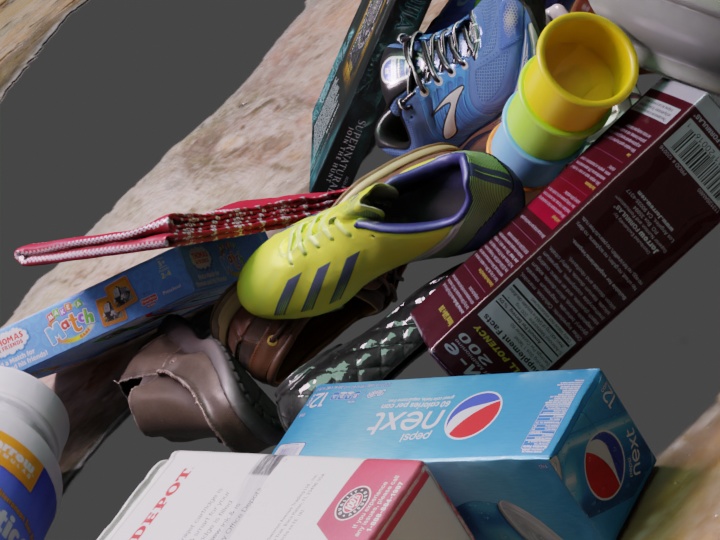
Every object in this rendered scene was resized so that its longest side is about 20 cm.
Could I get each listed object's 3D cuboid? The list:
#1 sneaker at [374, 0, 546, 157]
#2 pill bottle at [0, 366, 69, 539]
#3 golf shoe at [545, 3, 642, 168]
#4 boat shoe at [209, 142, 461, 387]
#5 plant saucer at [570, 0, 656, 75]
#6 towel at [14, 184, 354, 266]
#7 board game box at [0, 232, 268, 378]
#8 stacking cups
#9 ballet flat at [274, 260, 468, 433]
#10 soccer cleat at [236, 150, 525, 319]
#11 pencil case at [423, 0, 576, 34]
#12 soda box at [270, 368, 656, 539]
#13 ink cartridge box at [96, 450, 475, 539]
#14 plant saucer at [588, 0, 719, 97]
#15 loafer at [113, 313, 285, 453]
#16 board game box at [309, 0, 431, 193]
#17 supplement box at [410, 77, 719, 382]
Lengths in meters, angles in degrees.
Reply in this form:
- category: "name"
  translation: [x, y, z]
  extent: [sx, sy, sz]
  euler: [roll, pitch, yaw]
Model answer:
- category: "sneaker"
  translation: [0.060, -0.122, 1.274]
  extent: [0.200, 0.089, 0.079]
  euler: [121, 157, -54]
- category: "pill bottle"
  translation: [-0.251, 0.153, 1.241]
  extent: [0.112, 0.112, 0.200]
  euler: [-19, 31, 28]
- category: "golf shoe"
  translation: [0.143, -0.092, 1.232]
  extent: [0.077, 0.088, 0.200]
  euler: [-29, 28, 7]
- category: "boat shoe"
  translation: [0.000, 0.000, 1.274]
  extent: [0.200, 0.072, 0.068]
  euler: [-39, 55, -5]
- category: "plant saucer"
  translation: [0.235, -0.196, 1.360]
  extent: [0.200, 0.032, 0.201]
  euler: [-27, 26, 15]
- category: "towel"
  translation: [-0.105, -0.030, 1.293]
  extent: [0.144, 0.023, 0.199]
  euler: [-7, 3, 40]
- category: "board game box"
  translation: [-0.170, 0.031, 1.364]
  extent: [0.199, 0.037, 0.151]
  euler: [-25, -3, 19]
- category: "stacking cups"
  translation: [0.102, -0.082, 1.184]
  extent: [0.061, 0.060, 0.200]
  euler: [-47, -4, -25]
- category: "ballet flat"
  translation: [0.040, 0.043, 1.181]
  extent: [0.199, 0.057, 0.066]
  euler: [-34, -13, -4]
- category: "soccer cleat"
  translation: [0.001, -0.025, 1.184]
  extent: [0.199, 0.084, 0.065]
  euler: [-20, 63, 27]
- category: "pencil case"
  translation: [0.113, -0.191, 1.438]
  extent: [0.086, 0.078, 0.200]
  euler: [18, 52, 27]
- category: "soda box"
  translation: [0.048, 0.100, 1.038]
  extent: [0.199, 0.068, 0.064]
  euler: [-6, 39, 44]
- category: "ink cartridge box"
  translation: [-0.055, 0.171, 1.020]
  extent: [0.199, 0.085, 0.146]
  euler: [-1, 41, 45]
- category: "plant saucer"
  translation: [0.209, -0.125, 1.142]
  extent: [0.200, 0.199, 0.050]
  euler: [36, 106, 62]
- category: "loafer"
  translation: [-0.102, 0.085, 1.244]
  extent: [0.071, 0.073, 0.200]
  euler: [-43, 17, -8]
- category: "board game box"
  translation: [0.011, -0.163, 1.434]
  extent: [0.136, 0.028, 0.201]
  euler: [-90, 22, -59]
- category: "supplement box"
  translation: [0.122, -0.014, 1.093]
  extent: [0.200, 0.061, 0.109]
  euler: [-42, 10, 4]
